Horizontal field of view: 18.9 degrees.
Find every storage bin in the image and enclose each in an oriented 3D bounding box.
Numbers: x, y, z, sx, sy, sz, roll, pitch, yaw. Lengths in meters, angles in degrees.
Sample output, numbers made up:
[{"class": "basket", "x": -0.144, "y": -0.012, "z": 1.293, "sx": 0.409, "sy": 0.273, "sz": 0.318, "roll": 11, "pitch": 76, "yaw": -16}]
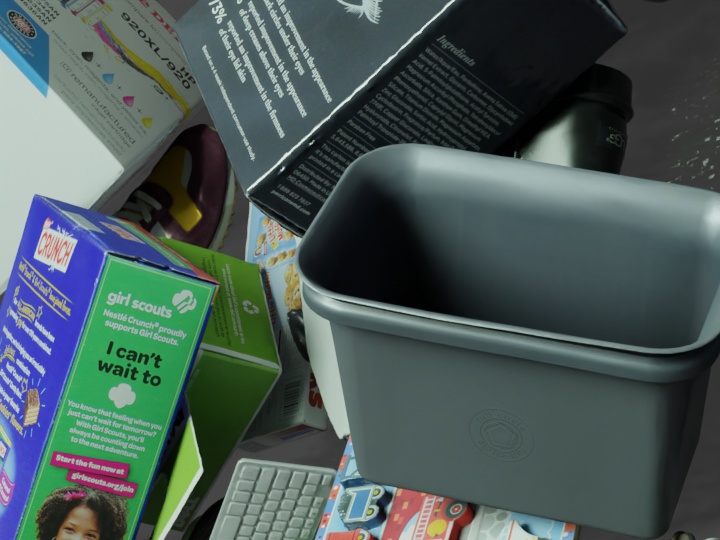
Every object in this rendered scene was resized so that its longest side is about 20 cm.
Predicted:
[{"class": "storage bin", "x": 0.081, "y": 0.034, "z": 1.024, "sx": 0.198, "sy": 0.135, "sz": 0.146, "roll": 10, "pitch": 39, "yaw": 17}]

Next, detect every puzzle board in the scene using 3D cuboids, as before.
[{"class": "puzzle board", "x": 0.036, "y": 0.138, "z": 1.066, "sx": 0.150, "sy": 0.017, "sz": 0.201, "roll": -11, "pitch": 39, "yaw": 29}]

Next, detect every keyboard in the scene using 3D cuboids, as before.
[{"class": "keyboard", "x": -0.066, "y": 0.176, "z": 1.202, "sx": 0.011, "sy": 0.056, "sz": 0.201, "roll": -108, "pitch": 30, "yaw": -45}]

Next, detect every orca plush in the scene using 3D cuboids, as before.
[{"class": "orca plush", "x": 0.000, "y": 0.000, "z": 1.275, "sx": 0.106, "sy": 0.070, "sz": 0.201, "roll": 117, "pitch": 140, "yaw": -49}]

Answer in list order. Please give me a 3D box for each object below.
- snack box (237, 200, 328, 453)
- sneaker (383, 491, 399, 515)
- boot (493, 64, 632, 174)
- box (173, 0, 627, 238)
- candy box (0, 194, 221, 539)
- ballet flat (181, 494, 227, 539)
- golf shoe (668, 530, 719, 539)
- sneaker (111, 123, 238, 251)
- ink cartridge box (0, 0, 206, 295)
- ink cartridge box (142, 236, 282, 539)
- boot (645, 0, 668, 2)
[{"class": "snack box", "x": -0.045, "y": 0.010, "z": 1.349, "sx": 0.072, "sy": 0.024, "sz": 0.202, "roll": -22, "pitch": 56, "yaw": 45}, {"class": "sneaker", "x": 0.019, "y": 0.217, "z": 1.123, "sx": 0.075, "sy": 0.088, "sz": 0.201, "roll": 87, "pitch": -153, "yaw": -82}, {"class": "boot", "x": 0.072, "y": -0.014, "z": 1.179, "sx": 0.197, "sy": 0.073, "sz": 0.164, "roll": -14, "pitch": 64, "yaw": 44}, {"class": "box", "x": 0.017, "y": -0.129, "z": 1.148, "sx": 0.200, "sy": 0.104, "sz": 0.149, "roll": -40, "pitch": 47, "yaw": 18}, {"class": "candy box", "x": -0.167, "y": 0.072, "z": 1.257, "sx": 0.169, "sy": 0.076, "sz": 0.202, "roll": 31, "pitch": 105, "yaw": 65}, {"class": "ballet flat", "x": -0.094, "y": 0.189, "z": 1.281, "sx": 0.201, "sy": 0.073, "sz": 0.073, "roll": -61, "pitch": 38, "yaw": 13}, {"class": "golf shoe", "x": 0.138, "y": 0.165, "z": 1.027, "sx": 0.199, "sy": 0.078, "sz": 0.095, "roll": 22, "pitch": 71, "yaw": 51}, {"class": "sneaker", "x": -0.153, "y": -0.011, "z": 1.435, "sx": 0.075, "sy": 0.090, "sz": 0.202, "roll": 19, "pitch": 87, "yaw": 52}, {"class": "ink cartridge box", "x": -0.211, "y": -0.107, "z": 1.437, "sx": 0.145, "sy": 0.147, "sz": 0.200, "roll": -41, "pitch": 5, "yaw": 27}, {"class": "ink cartridge box", "x": -0.108, "y": 0.104, "z": 1.296, "sx": 0.148, "sy": 0.075, "sz": 0.201, "roll": -58, "pitch": 31, "yaw": 31}, {"class": "boot", "x": 0.103, "y": -0.174, "z": 1.232, "sx": 0.162, "sy": 0.073, "sz": 0.199, "roll": -43, "pitch": 36, "yaw": 24}]
